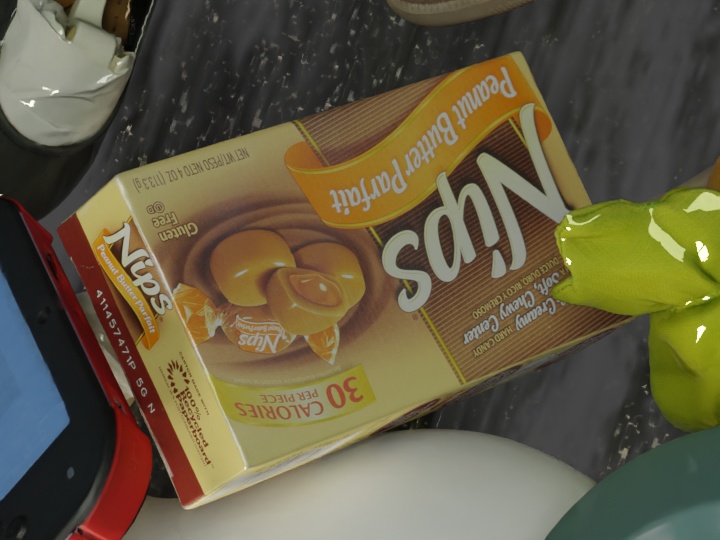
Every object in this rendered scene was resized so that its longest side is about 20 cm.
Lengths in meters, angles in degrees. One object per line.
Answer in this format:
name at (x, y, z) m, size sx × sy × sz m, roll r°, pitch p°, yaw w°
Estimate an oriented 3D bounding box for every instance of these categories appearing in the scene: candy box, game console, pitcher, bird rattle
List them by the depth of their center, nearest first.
bird rattle at (0.165, -0.030, 1.007) m, size 0.200 × 0.163 × 0.113 m, roll -34°, pitch 104°, yaw 6°
pitcher at (-0.012, 0.123, 1.023) m, size 0.199 × 0.172 × 0.122 m, roll -2°, pitch 93°, yaw 10°
candy box at (0.000, 0.000, 1.027) m, size 0.199 × 0.055 × 0.116 m, roll -19°, pitch 81°, yaw -37°
game console at (-0.163, 0.078, 1.027) m, size 0.177 × 0.031 × 0.200 m, roll -44°, pitch 37°, yaw 9°

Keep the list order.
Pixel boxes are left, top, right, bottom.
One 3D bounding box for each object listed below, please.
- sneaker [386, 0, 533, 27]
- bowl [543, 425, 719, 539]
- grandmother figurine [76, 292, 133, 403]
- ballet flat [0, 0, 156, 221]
sneaker at (0.088, -0.171, 1.064) m, size 0.199 × 0.071 × 0.076 m, roll -29°, pitch 125°, yaw -2°
bowl at (0.131, 0.145, 0.881) m, size 0.200 × 0.105 × 0.202 m, roll -1°, pitch 83°, yaw 12°
grandmother figurine at (-0.154, 0.083, 1.098) m, size 0.200 × 0.061 × 0.121 m, roll -44°, pitch 62°, yaw 6°
ballet flat at (-0.111, -0.112, 1.101) m, size 0.068 × 0.068 × 0.201 m, roll 19°, pitch 91°, yaw -19°
